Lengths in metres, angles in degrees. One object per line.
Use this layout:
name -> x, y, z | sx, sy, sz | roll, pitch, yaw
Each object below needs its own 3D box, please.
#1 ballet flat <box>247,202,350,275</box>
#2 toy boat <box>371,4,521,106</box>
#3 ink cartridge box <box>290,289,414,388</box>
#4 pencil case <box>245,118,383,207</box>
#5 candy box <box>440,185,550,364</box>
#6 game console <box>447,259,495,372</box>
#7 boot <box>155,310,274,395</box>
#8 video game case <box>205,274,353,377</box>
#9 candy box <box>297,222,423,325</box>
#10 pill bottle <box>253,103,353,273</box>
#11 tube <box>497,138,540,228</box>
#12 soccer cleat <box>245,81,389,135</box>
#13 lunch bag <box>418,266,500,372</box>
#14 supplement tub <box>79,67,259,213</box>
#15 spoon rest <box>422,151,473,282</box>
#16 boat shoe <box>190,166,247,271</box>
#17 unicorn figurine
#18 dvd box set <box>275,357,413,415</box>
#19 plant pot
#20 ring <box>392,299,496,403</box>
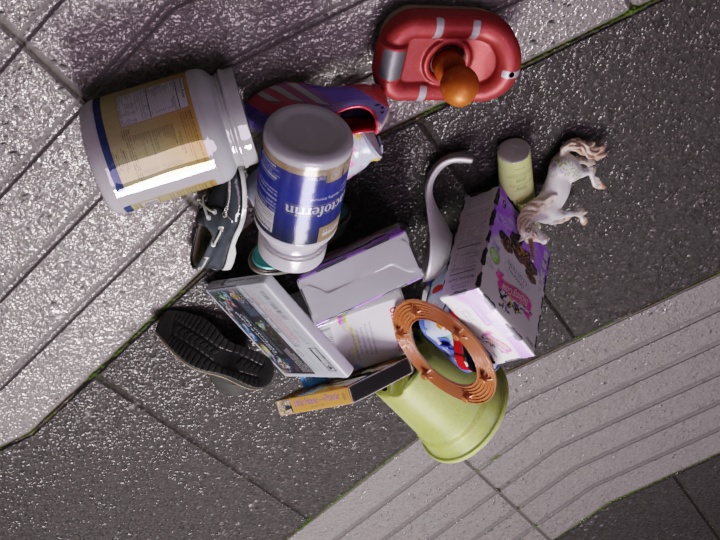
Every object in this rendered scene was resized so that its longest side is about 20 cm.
ballet flat -> -0.086, -0.034, 1.479 | 0.199, 0.067, 0.064 | -38, 159, -37
toy boat -> 0.119, -0.262, 1.337 | 0.196, 0.132, 0.132 | -3, 135, -18
ink cartridge box -> -0.021, 0.089, 1.666 | 0.196, 0.086, 0.146 | -17, 138, -2
pencil case -> -0.065, -0.139, 1.423 | 0.198, 0.084, 0.091 | -34, 122, 13
candy box -> 0.208, 0.008, 1.553 | 0.071, 0.203, 0.168 | -15, 132, 36
game console -> 0.206, 0.056, 1.632 | 0.198, 0.031, 0.181 | -14, 102, -51
boot -> -0.249, 0.146, 1.651 | 0.198, 0.078, 0.138 | 33, 154, -11
video game case -> -0.123, 0.086, 1.540 | 0.201, 0.023, 0.180 | 49, 151, -22
candy box -> 0.000, 0.000, 1.498 | 0.165, 0.200, 0.073 | -24, 96, 3
pill bottle -> -0.077, -0.100, 1.317 | 0.113, 0.117, 0.202 | -4, 137, -17
tube -> 0.243, -0.117, 1.593 | 0.057, 0.052, 0.202 | 15, 147, 21
soccer cleat -> -0.060, -0.204, 1.337 | 0.195, 0.077, 0.068 | -2, 129, 7
lunch bag -> 0.169, 0.071, 1.667 | 0.074, 0.163, 0.200 | -1, 151, 39
supplement tub -> -0.236, -0.166, 1.288 | 0.196, 0.146, 0.146 | -17, 137, -4
spoon rest -> 0.116, -0.081, 1.540 | 0.059, 0.100, 0.204 | 13, 106, -2
boat shoe -> -0.201, -0.072, 1.445 | 0.059, 0.076, 0.202 | -6, 134, -23
unicorn figurine -> 0.304, -0.109, 1.580 | 0.135, 0.073, 0.204 | 10, 93, -38
dvd box set -> -0.028, 0.191, 1.690 | 0.145, 0.030, 0.198 | -21, -178, -41
plant pot -> 0.122, 0.199, 1.769 | 0.200, 0.202, 0.183 | -40, 124, 21
ring -> 0.123, 0.129, 1.573 | 0.019, 0.198, 0.203 | -43, 145, -28
